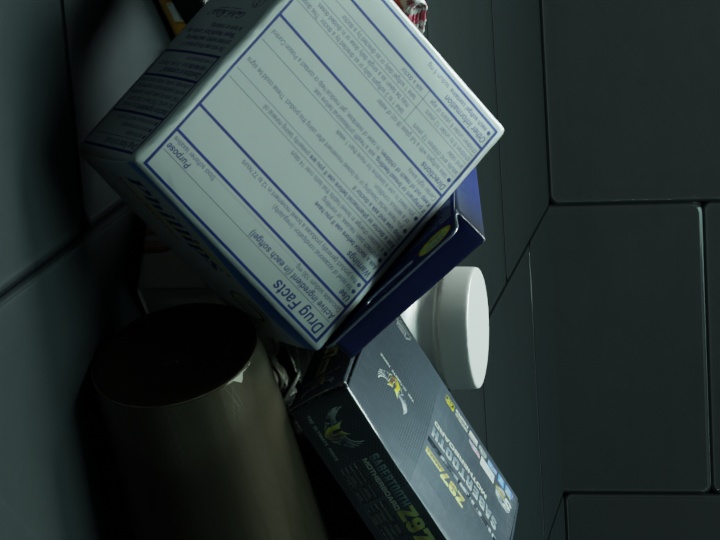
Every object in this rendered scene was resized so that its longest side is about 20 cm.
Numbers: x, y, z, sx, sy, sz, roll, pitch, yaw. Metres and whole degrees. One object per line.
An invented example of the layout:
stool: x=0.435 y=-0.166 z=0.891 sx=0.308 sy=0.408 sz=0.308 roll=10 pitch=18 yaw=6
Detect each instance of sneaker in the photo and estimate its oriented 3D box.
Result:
sneaker: x=-0.045 y=0.126 z=1.629 sx=0.076 sy=0.199 sz=0.114 roll=-40 pitch=142 yaw=-22

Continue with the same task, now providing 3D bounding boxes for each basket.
basket: x=-0.099 y=0.133 z=1.493 sx=0.181 sy=0.135 sz=0.201 roll=-86 pitch=165 yaw=-57

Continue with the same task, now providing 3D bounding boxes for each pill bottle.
pill bottle: x=-0.006 y=0.046 z=1.751 sx=0.116 sy=0.199 sz=0.116 roll=-1 pitch=90 yaw=-77

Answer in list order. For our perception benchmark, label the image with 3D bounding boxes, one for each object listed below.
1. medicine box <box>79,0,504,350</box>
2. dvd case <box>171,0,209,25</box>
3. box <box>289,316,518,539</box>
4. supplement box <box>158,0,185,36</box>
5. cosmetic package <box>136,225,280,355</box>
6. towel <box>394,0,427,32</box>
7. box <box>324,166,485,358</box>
medicine box: x=-0.044 y=-0.085 z=1.447 sx=0.200 sy=0.103 sz=0.182 roll=-49 pitch=116 yaw=-12
dvd case: x=-0.104 y=-0.262 z=1.533 sx=0.151 sy=0.025 sz=0.200 roll=58 pitch=32 yaw=-17
box: x=0.035 y=0.131 z=1.563 sx=0.200 sy=0.051 sz=0.158 roll=57 pitch=22 yaw=-14
supplement box: x=-0.098 y=-0.184 z=1.660 sx=0.200 sy=0.069 sz=0.067 roll=70 pitch=22 yaw=-60
cosmetic package: x=-0.097 y=-0.050 z=1.601 sx=0.103 sy=0.087 sz=0.201 roll=76 pitch=16 yaw=-59
towel: x=0.008 y=-0.214 z=1.740 sx=0.200 sy=0.030 sz=0.147 roll=105 pitch=-37 yaw=-64
box: x=0.028 y=-0.013 z=1.506 sx=0.032 sy=0.121 sz=0.200 roll=44 pitch=16 yaw=-13
